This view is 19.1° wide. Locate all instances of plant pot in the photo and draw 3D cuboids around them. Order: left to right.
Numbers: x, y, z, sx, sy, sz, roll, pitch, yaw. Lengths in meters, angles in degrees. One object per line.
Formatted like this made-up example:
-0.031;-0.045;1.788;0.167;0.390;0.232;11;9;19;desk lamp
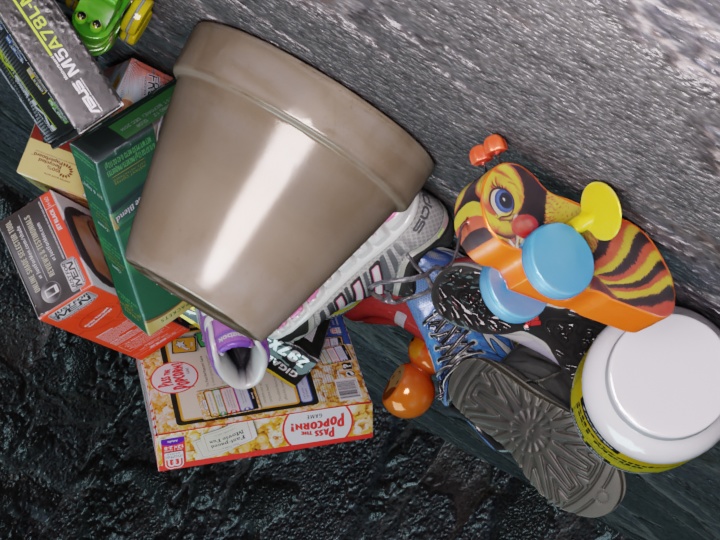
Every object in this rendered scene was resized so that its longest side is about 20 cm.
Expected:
-0.076;-0.053;1.522;0.200;0.174;0.200;31;173;4;plant pot

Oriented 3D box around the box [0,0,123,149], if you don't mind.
-0.254;-0.186;1.560;0.200;0.047;0.193;57;167;-9;box

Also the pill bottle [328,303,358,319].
-0.034;-0.020;1.832;0.114;0.114;0.200;31;173;0;pill bottle

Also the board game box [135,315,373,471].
-0.101;0.105;1.978;0.152;0.200;0.046;-109;14;-51;board game box

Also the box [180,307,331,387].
-0.096;-0.006;1.981;0.160;0.049;0.200;34;-144;-15;box

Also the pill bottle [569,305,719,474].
0.211;0.085;1.530;0.112;0.113;0.200;30;173;6;pill bottle

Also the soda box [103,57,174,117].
-0.203;-0.138;1.880;0.064;0.068;0.200;26;175;-14;soda box

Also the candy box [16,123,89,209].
-0.229;-0.077;1.921;0.115;0.055;0.200;22;176;5;candy box

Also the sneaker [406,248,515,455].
0.095;0.068;1.806;0.200;0.078;0.089;57;-160;-2;sneaker

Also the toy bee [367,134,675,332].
0.106;-0.028;1.311;0.131;0.109;0.200;-16;156;37;toy bee

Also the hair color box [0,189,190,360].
-0.233;0.007;1.896;0.102;0.061;0.200;63;-167;20;hair color box

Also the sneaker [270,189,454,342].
0.000;0.000;1.675;0.087;0.200;0.074;22;-139;-33;sneaker

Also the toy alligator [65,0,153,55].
-0.185;-0.186;1.519;0.059;0.054;0.200;31;174;-3;toy alligator

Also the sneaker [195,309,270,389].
-0.110;0.005;1.732;0.114;0.073;0.201;-109;2;-57;sneaker

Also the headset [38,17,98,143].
-0.276;-0.181;1.790;0.200;0.094;0.123;40;-178;41;headset

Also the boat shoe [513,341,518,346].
0.115;0.049;1.875;0.200;0.069;0.074;31;174;-1;boat shoe

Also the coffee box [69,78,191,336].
-0.162;-0.053;1.783;0.044;0.123;0.200;35;149;38;coffee box

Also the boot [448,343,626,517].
0.176;0.116;1.738;0.182;0.073;0.200;46;-160;19;boot

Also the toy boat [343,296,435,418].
0.063;0.077;1.992;0.200;0.131;0.131;33;-177;18;toy boat

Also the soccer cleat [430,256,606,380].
0.156;0.039;1.713;0.200;0.068;0.073;22;-159;8;soccer cleat
